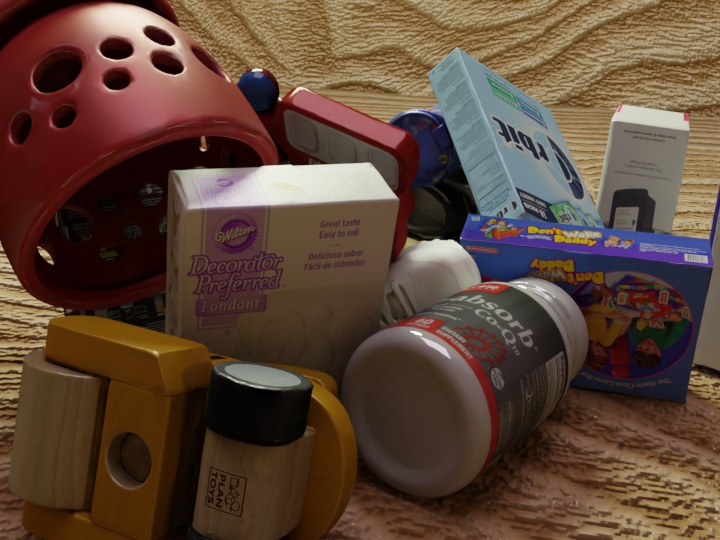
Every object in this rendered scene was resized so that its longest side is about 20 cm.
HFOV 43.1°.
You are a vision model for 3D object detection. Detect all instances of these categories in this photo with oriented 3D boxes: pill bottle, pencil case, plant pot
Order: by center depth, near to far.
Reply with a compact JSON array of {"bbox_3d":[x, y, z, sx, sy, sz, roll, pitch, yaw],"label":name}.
[{"bbox_3d":[-0.183,-0.102,0.661,0.199,0.201,0.184,-14,64,-42],"label":"plant pot"},{"bbox_3d":[0.085,0.074,0.667,0.115,0.118,0.199,14,21,32],"label":"pill bottle"},{"bbox_3d":[0.097,-0.143,0.969,0.086,0.079,0.200,-16,7,31],"label":"pencil case"}]

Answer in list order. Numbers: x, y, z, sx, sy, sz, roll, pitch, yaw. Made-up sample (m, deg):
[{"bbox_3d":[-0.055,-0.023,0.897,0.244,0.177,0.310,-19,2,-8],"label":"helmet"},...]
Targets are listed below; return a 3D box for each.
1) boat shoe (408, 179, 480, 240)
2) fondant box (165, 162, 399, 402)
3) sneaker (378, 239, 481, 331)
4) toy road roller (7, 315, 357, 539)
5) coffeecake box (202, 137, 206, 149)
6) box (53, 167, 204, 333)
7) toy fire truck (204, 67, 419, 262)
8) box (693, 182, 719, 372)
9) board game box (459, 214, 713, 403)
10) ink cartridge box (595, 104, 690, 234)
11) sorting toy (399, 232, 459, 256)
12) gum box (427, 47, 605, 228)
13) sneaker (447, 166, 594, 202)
[{"bbox_3d":[0.041,-0.080,0.995,0.199,0.075,0.060,28,25,37],"label":"boat shoe"},{"bbox_3d":[-0.061,0.029,0.638,0.142,0.202,0.058,-5,32,-21],"label":"fondant box"},{"bbox_3d":[0.016,0.035,0.779,0.199,0.077,0.080,-25,3,41],"label":"sneaker"},{"bbox_3d":[-0.097,0.103,0.555,0.197,0.125,0.146,12,6,20],"label":"toy road roller"},{"bbox_3d":[-0.138,-0.067,0.934,0.151,0.203,0.073,6,17,13],"label":"coffeecake box"},{"bbox_3d":[-0.165,-0.006,0.804,0.198,0.163,0.044,-12,-3,-36],"label":"box"},{"bbox_3d":[-0.043,-0.085,0.747,0.198,0.169,0.112,28,58,18],"label":"toy fire truck"},{"bbox_3d":[0.404,-0.008,0.856,0.104,0.187,0.199,17,22,36],"label":"box"},{"bbox_3d":[0.183,0.032,0.771,0.197,0.136,0.045,7,33,14],"label":"board game box"},{"bbox_3d":[0.309,-0.073,1.022,0.083,0.203,0.145,11,19,16],"label":"ink cartridge box"},{"bbox_3d":[0.134,-0.002,0.990,0.197,0.071,0.199,9,19,20],"label":"sorting toy"},{"bbox_3d":[0.159,-0.101,0.884,0.169,0.044,0.202,20,45,-43],"label":"gum box"},{"bbox_3d":[0.178,-0.092,1.040,0.198,0.075,0.080,16,20,35],"label":"sneaker"}]
